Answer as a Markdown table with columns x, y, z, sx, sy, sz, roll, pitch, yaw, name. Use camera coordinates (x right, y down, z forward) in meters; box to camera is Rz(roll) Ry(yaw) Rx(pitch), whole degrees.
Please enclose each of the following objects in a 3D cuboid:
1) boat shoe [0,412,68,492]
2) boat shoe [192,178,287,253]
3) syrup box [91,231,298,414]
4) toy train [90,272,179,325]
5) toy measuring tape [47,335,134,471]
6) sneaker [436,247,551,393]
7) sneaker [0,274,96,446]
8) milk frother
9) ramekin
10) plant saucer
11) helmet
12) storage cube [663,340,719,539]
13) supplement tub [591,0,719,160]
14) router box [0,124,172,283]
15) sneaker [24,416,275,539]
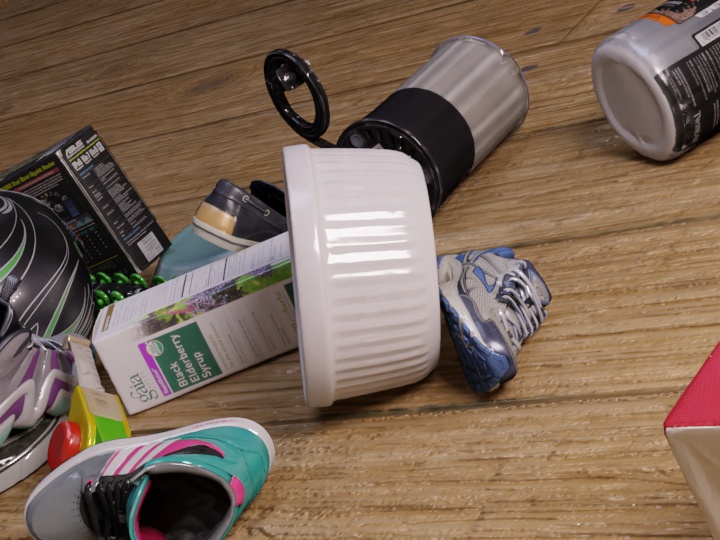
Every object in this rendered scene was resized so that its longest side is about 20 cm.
| x | y | z | sx | sy | sz | roll | pitch | yaw | name |
| --- | --- | --- | --- | --- | --- | --- | --- | --- | --- |
| -0.344 | 0.165 | 1.473 | 0.199 | 0.064 | 0.071 | -32 | 22 | -20 | boat shoe |
| -0.083 | -0.048 | 1.589 | 0.074 | 0.063 | 0.200 | 25 | 8 | 28 | boat shoe |
| -0.128 | 0.044 | 1.501 | 0.199 | 0.079 | 0.082 | -22 | 21 | 7 | syrup box |
| -0.223 | 0.034 | 1.664 | 0.199 | 0.057 | 0.042 | 2 | 37 | 49 | toy train |
| -0.226 | 0.129 | 1.396 | 0.073 | 0.074 | 0.200 | -27 | 34 | -5 | toy measuring tape |
| 0.104 | 0.024 | 1.301 | 0.085 | 0.077 | 0.200 | -19 | 21 | 3 | sneaker |
| -0.289 | 0.061 | 1.454 | 0.077 | 0.141 | 0.200 | 17 | 29 | 20 | sneaker |
| 0.030 | -0.166 | 1.664 | 0.180 | 0.201 | 0.188 | -11 | 24 | 41 | milk frother |
| 0.000 | 0.000 | 1.307 | 0.104 | 0.201 | 0.200 | -6 | 21 | -3 | ramekin |
| -0.131 | -0.029 | 1.741 | 0.199 | 0.036 | 0.200 | -22 | 21 | 9 | plant saucer |
| -0.351 | 0.039 | 1.612 | 0.199 | 0.200 | 0.191 | -21 | 48 | 10 | helmet |
| 0.279 | 0.087 | 0.816 | 0.199 | 0.172 | 0.180 | -5 | 29 | 41 | storage cube |
| 0.314 | -0.194 | 1.517 | 0.199 | 0.123 | 0.122 | -31 | 22 | -18 | supplement tub |
| -0.309 | -0.048 | 1.775 | 0.199 | 0.150 | 0.062 | -20 | 19 | 44 | router box |
| -0.163 | 0.174 | 1.236 | 0.199 | 0.084 | 0.121 | -20 | 12 | 10 | sneaker |
